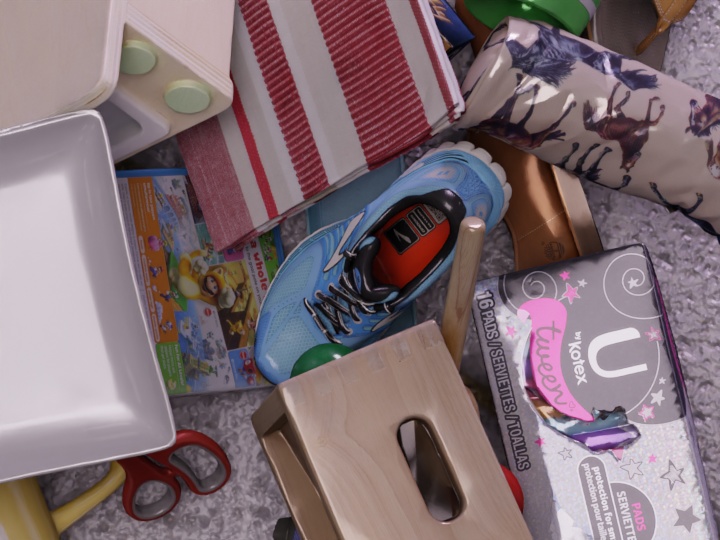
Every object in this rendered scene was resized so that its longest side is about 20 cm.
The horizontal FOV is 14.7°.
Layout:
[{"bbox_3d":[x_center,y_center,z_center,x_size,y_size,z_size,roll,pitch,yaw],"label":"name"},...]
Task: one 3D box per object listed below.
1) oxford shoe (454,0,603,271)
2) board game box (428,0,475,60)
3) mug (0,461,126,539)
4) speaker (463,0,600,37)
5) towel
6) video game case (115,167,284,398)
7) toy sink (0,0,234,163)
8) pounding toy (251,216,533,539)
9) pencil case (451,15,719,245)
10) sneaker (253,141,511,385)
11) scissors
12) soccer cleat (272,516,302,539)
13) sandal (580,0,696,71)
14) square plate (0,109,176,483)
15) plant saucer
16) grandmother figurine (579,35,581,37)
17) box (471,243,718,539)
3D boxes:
[{"bbox_3d":[0.090,-0.088,1.757,0.071,0.071,0.200,-19,83,7],"label":"oxford shoe"},{"bbox_3d":[-0.040,-0.180,1.760,0.135,0.035,0.200,-41,84,32],"label":"board game box"},{"bbox_3d":[-0.245,0.143,1.723,0.187,0.149,0.153,-28,92,12],"label":"mug"},{"bbox_3d":[0.130,-0.241,1.714,0.088,0.088,0.200,19,76,8],"label":"speaker"},{"bbox_3d":[-0.034,-0.115,1.705,0.200,0.023,0.144,-29,72,31],"label":"towel"},{"bbox_3d":[-0.131,0.009,1.728,0.200,0.018,0.143,-4,80,-36],"label":"video game case"},{"bbox_3d":[-0.156,-0.139,1.695,0.130,0.112,0.200,-25,47,32],"label":"toy sink"},{"bbox_3d":[0.030,0.099,1.633,0.142,0.184,0.200,-22,84,-11],"label":"pounding toy"},{"bbox_3d":[0.151,-0.085,1.686,0.200,0.089,0.078,22,47,-8],"label":"pencil case"},{"bbox_3d":[0.000,0.000,1.699,0.078,0.090,0.200,45,114,0],"label":"sneaker"},{"bbox_3d":[-0.143,0.097,1.701,0.073,0.200,0.014,-31,52,5],"label":"scissors"},{"bbox_3d":[-0.014,0.240,1.723,0.084,0.065,0.200,-1,80,18],"label":"soccer cleat"},{"bbox_3d":[0.194,-0.196,1.753,0.055,0.082,0.200,11,74,48],"label":"sandal"},{"bbox_3d":[-0.221,0.025,1.607,0.198,0.028,0.200,-13,92,4],"label":"square plate"},{"bbox_3d":[-0.001,-0.049,1.745,0.070,0.019,0.200,1,105,21],"label":"plant saucer"},{"bbox_3d":[0.116,-0.234,1.780,0.121,0.061,0.200,-11,79,13],"label":"grandmother figurine"},{"bbox_3d":[0.145,0.097,1.695,0.115,0.132,0.200,-14,82,5],"label":"box"}]
